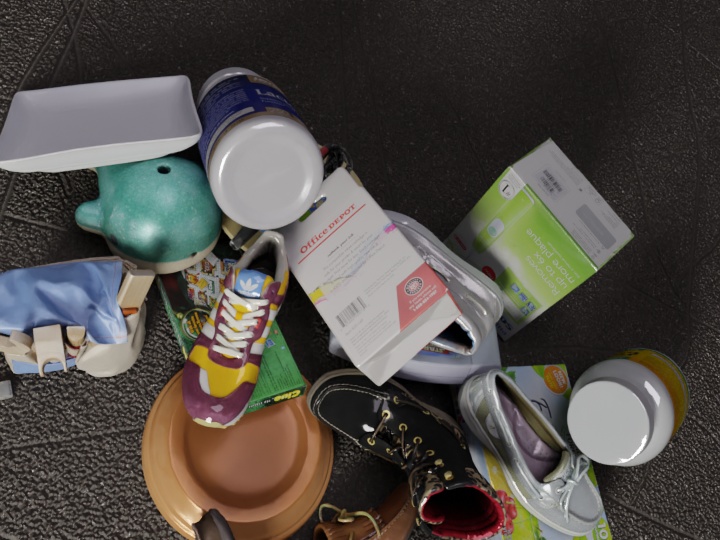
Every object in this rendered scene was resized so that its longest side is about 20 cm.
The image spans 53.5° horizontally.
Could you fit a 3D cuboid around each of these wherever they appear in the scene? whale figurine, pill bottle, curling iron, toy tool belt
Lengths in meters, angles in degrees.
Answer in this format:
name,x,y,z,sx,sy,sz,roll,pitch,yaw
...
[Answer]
name,x,y,z,sx,sy,sz,roll,pitch,yaw
whale figurine,-0.230,-0.094,0.760,0.157,0.105,0.201,-27,65,-34
pill bottle,0.299,0.153,0.803,0.198,0.112,0.115,-2,60,-58
pill bottle,-0.117,-0.139,0.762,0.113,0.118,0.201,-1,32,-22
curling iron,-0.077,-0.087,0.820,0.049,0.026,0.200,40,56,12
toy tool belt,-0.292,0.042,0.659,0.196,0.123,0.127,-11,68,-26

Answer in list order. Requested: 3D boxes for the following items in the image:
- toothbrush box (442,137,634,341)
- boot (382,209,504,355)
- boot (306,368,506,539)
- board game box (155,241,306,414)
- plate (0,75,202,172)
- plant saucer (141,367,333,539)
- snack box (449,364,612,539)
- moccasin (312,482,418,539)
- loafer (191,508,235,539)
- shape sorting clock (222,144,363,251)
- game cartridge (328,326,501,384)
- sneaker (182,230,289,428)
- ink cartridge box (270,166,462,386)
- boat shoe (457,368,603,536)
name,x,y,z,sx,sy,sz,roll,pitch,yaw
toothbrush box,0.197,-0.030,0.849,0.085,0.200,0.147,-33,80,-30
boot,0.061,0.011,0.783,0.197,0.075,0.096,31,38,12
boot,0.046,0.179,0.702,0.198,0.151,0.074,31,101,-23
board game box,-0.141,0.056,0.744,0.103,0.024,0.202,-10,54,-28
plate,-0.272,-0.155,0.760,0.195,0.033,0.201,-10,34,-13
plant saucer,-0.117,0.173,0.717,0.195,0.038,0.205,9,62,-17
snack box,0.190,0.213,0.811,0.139,0.053,0.205,1,64,-22
moccasin,-0.022,0.270,0.690,0.199,0.074,0.079,-33,87,-22
loafer,-0.134,0.311,0.608,0.069,0.073,0.205,-1,74,-17
shape sorting clock,-0.082,-0.084,0.858,0.195,0.039,0.204,8,57,-13
game cartridge,0.063,0.062,0.814,0.195,0.042,0.135,10,40,-9
sneaker,-0.117,0.048,0.680,0.073,0.091,0.203,15,45,-3
ink cartridge box,0.000,0.000,0.744,0.116,0.068,0.201,-39,58,3
boat shoe,0.185,0.190,0.747,0.074,0.065,0.203,-36,87,-31
